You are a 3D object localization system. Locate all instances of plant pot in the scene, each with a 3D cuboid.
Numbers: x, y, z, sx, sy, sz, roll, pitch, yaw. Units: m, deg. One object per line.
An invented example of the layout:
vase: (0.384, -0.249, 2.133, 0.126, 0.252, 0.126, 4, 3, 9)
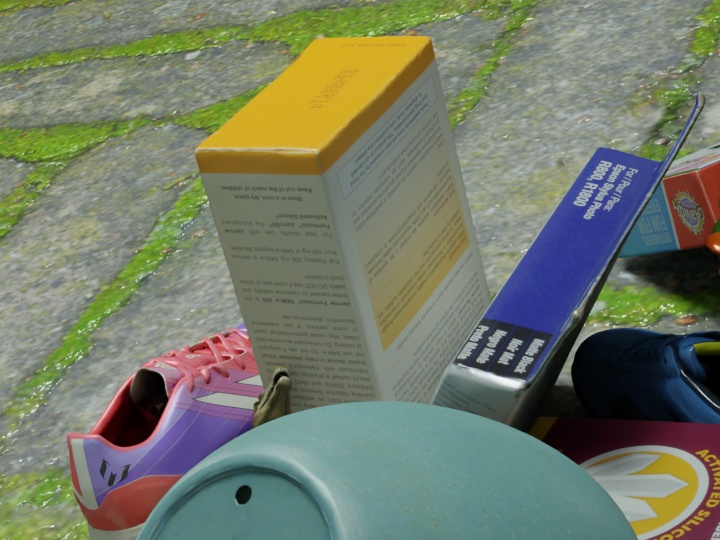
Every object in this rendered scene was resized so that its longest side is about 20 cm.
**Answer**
plant pot: (-0.010, 0.130, 0.710, 0.199, 0.135, 0.201, -14, 61, 27)

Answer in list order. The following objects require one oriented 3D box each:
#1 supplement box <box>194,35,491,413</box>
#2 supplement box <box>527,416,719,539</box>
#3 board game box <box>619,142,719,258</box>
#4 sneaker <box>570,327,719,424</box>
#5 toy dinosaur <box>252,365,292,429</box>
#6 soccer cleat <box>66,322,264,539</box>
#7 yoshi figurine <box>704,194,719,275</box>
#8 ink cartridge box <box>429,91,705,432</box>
supplement box: (0.000, 0.000, 0.992, 0.073, 0.201, 0.126, 2, 31, 30)
supplement box: (0.145, 0.124, 0.783, 0.199, 0.086, 0.110, 0, 31, 32)
board game box: (0.244, -0.064, 1.075, 0.199, 0.040, 0.153, -22, 3, -12)
sneaker: (0.158, 0.050, 0.933, 0.066, 0.079, 0.200, -27, 26, -15)
toy dinosaur: (-0.083, 0.140, 0.945, 0.200, 0.058, 0.101, -45, 28, -1)
soccer cleat: (-0.085, 0.067, 1.061, 0.068, 0.073, 0.200, 1, 32, 34)
yoshi figurine: (0.243, 0.014, 0.875, 0.113, 0.112, 0.200, -53, 47, 9)
ink cartridge box: (0.077, 0.029, 0.910, 0.040, 0.200, 0.200, 30, 39, 7)
